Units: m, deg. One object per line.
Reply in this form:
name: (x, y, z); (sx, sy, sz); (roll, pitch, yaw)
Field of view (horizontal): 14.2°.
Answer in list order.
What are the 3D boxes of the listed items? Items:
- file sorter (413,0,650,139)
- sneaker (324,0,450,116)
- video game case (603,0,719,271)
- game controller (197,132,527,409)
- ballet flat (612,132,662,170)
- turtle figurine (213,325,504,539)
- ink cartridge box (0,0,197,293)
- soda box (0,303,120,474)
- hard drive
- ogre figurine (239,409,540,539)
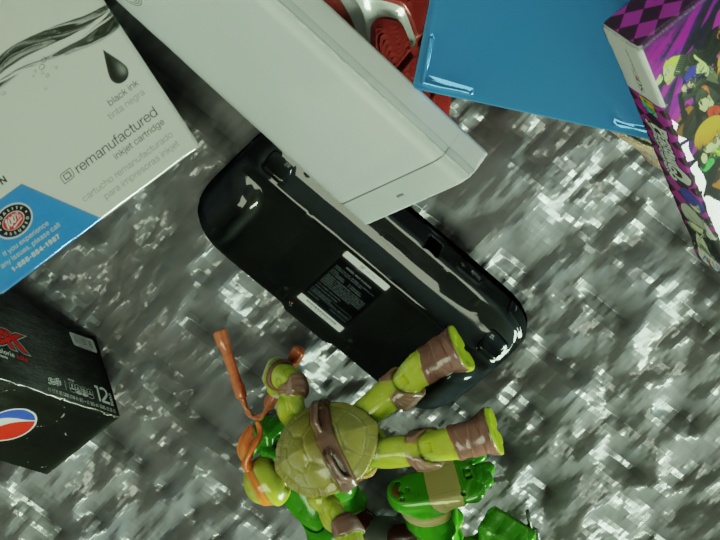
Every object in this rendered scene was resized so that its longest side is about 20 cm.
file sorter: (0.119, -0.193, 1.515); (0.138, 0.123, 0.200); (13, 119, 3)
sneaker: (-0.026, -0.143, 1.612); (0.115, 0.078, 0.200); (4, 128, 33)
video game case: (0.233, -0.118, 1.490); (0.200, 0.036, 0.181); (-38, 134, -10)
game controller: (0.000, 0.000, 1.695); (0.200, 0.042, 0.104); (40, 131, -12)
ballet flat: (0.214, -0.067, 1.605); (0.200, 0.068, 0.067); (14, 146, 4)
turtle figurine: (-0.009, 0.091, 1.662); (0.161, 0.200, 0.064); (-26, 150, 10)
ink cartridge box: (-0.208, -0.112, 1.602); (0.146, 0.084, 0.200); (-38, 111, -9)
soda box: (-0.236, 0.056, 1.684); (0.071, 0.063, 0.200); (-37, 144, 25)
hard drive: (-0.038, -0.109, 1.565); (0.200, 0.027, 0.132); (43, 155, -13)
ogre figurine: (0.021, 0.159, 1.732); (0.200, 0.098, 0.120); (4, 134, 18)
